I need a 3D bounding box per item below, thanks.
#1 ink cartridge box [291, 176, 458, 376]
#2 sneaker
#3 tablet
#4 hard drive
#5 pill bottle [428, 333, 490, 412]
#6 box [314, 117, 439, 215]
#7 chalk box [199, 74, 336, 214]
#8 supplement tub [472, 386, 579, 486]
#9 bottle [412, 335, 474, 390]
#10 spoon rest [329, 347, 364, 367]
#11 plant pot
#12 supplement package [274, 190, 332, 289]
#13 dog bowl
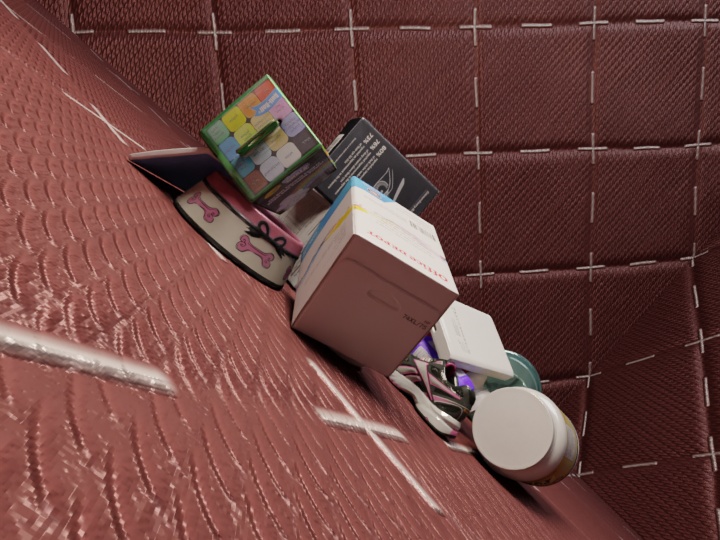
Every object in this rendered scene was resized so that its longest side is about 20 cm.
[{"bbox_3d":[0.013,0.001,0.686,0.147,0.146,0.200,30,23,-16],"label":"ink cartridge box"},{"bbox_3d":[0.108,0.168,0.819,0.080,0.086,0.200,42,0,-44],"label":"sneaker"},{"bbox_3d":[-0.245,-0.147,0.815,0.130,0.014,0.200,-2,-10,12],"label":"tablet"},{"bbox_3d":[0.190,0.117,0.929,0.200,0.027,0.132,22,43,-42],"label":"hard drive"},{"bbox_3d":[0.164,0.169,0.978,0.200,0.112,0.112,65,10,19],"label":"pill bottle"},{"bbox_3d":[0.017,-0.157,0.965,0.200,0.148,0.104,41,1,-19],"label":"box"},{"bbox_3d":[-0.127,-0.171,0.732,0.124,0.124,0.200,53,3,4],"label":"chalk box"},{"bbox_3d":[0.272,0.274,0.866,0.144,0.144,0.200,42,2,38],"label":"supplement tub"},{"bbox_3d":[0.104,0.155,0.912,0.065,0.084,0.200,-2,41,-48],"label":"bottle"},{"bbox_3d":[-0.015,0.092,0.767,0.099,0.061,0.200,40,14,9],"label":"spoon rest"},{"bbox_3d":[0.336,0.299,1.271,0.200,0.200,0.196,42,9,17],"label":"plant pot"},{"bbox_3d":[-0.069,-0.035,0.984,0.152,0.151,0.200,41,1,-41],"label":"supplement package"},{"bbox_3d":[-0.168,-0.065,0.770,0.200,0.074,0.200,42,1,-1],"label":"dog bowl"}]
